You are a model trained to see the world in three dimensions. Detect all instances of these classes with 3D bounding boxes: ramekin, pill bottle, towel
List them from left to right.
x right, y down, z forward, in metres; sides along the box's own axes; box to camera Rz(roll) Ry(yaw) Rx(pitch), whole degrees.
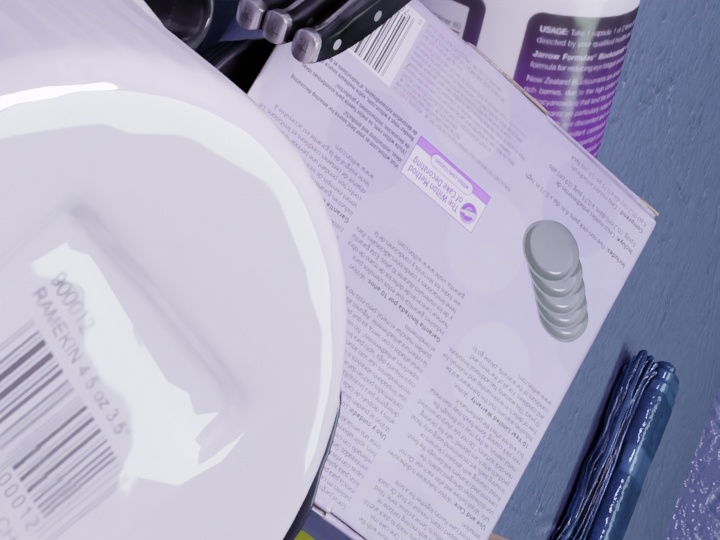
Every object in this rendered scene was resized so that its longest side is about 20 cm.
[{"bbox_3d":[-0.098,0.019,0.608,0.199,0.098,0.202,-18,122,-30],"label":"ramekin"},{"bbox_3d":[0.067,-0.107,1.173,0.111,0.111,0.201,-40,148,-61],"label":"pill bottle"},{"bbox_3d":[0.218,0.172,2.182,0.112,0.048,0.201,51,60,-72],"label":"towel"}]

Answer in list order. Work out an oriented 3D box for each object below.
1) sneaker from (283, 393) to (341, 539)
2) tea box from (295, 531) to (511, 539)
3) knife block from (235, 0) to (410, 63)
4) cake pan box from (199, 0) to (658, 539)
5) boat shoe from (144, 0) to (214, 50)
[{"bbox_3d":[-0.048,0.020,0.823,0.112,0.077,0.202,-37,-123,58],"label":"sneaker"},{"bbox_3d":[-0.022,0.242,1.268,0.197,0.133,0.201,-49,155,-50],"label":"tea box"},{"bbox_3d":[0.037,-0.147,0.912,0.064,0.198,0.176,94,-8,-47],"label":"knife block"},{"bbox_3d":[0.000,0.000,0.963,0.200,0.052,0.185,38,69,-28],"label":"cake pan box"},{"bbox_3d":[-0.079,-0.120,0.729,0.200,0.066,0.070,82,32,-61],"label":"boat shoe"}]
